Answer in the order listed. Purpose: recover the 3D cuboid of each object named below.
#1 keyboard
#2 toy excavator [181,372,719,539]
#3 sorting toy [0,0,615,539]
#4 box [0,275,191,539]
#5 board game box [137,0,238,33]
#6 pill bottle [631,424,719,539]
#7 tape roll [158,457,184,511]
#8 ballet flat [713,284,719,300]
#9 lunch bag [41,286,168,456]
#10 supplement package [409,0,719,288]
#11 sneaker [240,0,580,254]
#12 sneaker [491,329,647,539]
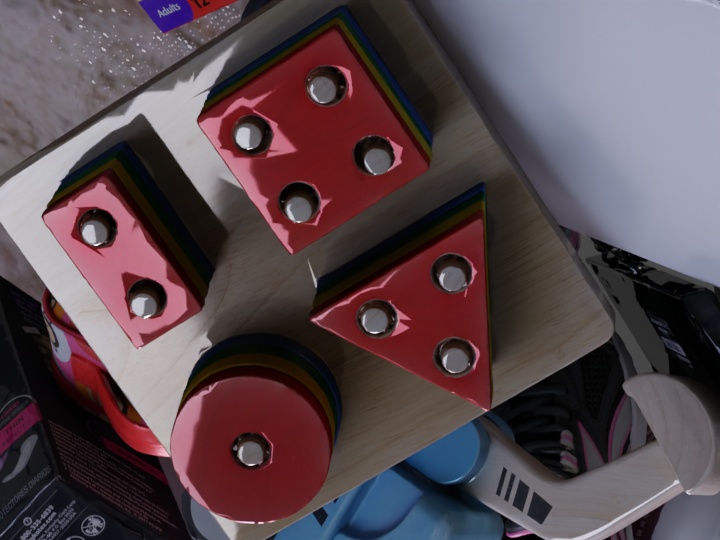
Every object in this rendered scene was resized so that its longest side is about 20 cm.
[{"bbox_3d":[0.152,0.014,1.133,0.104,0.040,0.200,58,176,-9],"label":"keyboard"},{"bbox_3d":[0.049,0.096,1.121,0.200,0.195,0.100,36,-170,24],"label":"toy excavator"},{"bbox_3d":[-0.026,0.003,1.028,0.199,0.070,0.199,-31,105,14],"label":"sorting toy"},{"bbox_3d":[-0.186,0.115,1.337,0.106,0.122,0.200,36,-166,-35],"label":"box"},{"bbox_3d":[-0.098,-0.221,1.156,0.151,0.046,0.200,-17,117,48],"label":"board game box"},{"bbox_3d":[0.138,0.125,1.268,0.199,0.110,0.110,20,140,24],"label":"pill bottle"},{"bbox_3d":[-0.136,0.198,1.499,0.139,0.203,0.203,42,144,2],"label":"tape roll"},{"bbox_3d":[0.206,0.029,1.140,0.068,0.072,0.200,-12,121,46],"label":"ballet flat"},{"bbox_3d":[-0.063,0.034,1.288,0.199,0.176,0.082,23,141,21],"label":"lunch bag"},{"bbox_3d":[0.109,-0.107,1.047,0.199,0.111,0.156,23,141,21],"label":"supplement package"},{"bbox_3d":[0.030,-0.069,1.170,0.200,0.070,0.082,38,177,-9],"label":"sneaker"},{"bbox_3d":[0.096,0.102,1.180,0.080,0.086,0.201,-16,81,22],"label":"sneaker"}]
